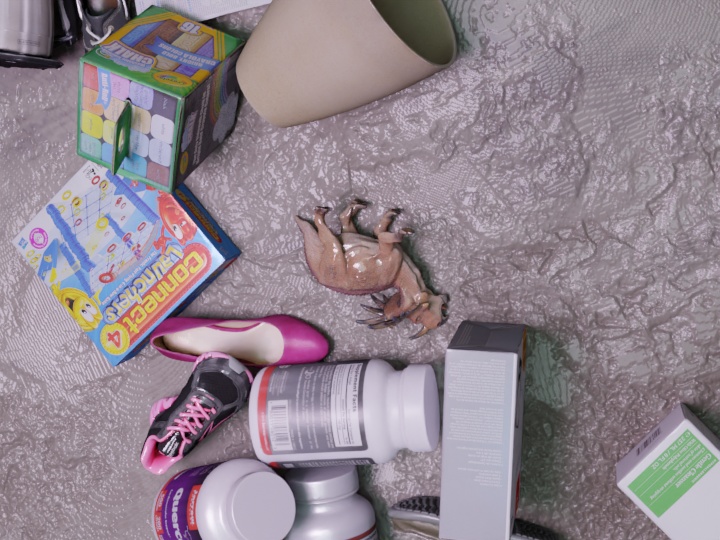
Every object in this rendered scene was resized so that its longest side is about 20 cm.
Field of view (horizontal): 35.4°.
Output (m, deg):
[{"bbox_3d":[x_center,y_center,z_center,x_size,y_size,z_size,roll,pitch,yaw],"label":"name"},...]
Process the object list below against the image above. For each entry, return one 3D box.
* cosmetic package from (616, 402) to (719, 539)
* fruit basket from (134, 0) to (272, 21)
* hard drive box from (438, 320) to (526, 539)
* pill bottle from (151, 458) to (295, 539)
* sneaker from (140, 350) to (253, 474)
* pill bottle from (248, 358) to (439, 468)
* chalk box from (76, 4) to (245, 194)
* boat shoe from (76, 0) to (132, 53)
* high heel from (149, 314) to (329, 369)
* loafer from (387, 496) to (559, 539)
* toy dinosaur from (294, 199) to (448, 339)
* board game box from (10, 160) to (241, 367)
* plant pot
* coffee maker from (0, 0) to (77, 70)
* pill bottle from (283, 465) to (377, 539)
[{"bbox_3d":[0.378,0.253,1.196,0.200,0.085,0.108,44,102,5],"label":"cosmetic package"},{"bbox_3d":[-0.178,-0.373,1.253,0.198,0.093,0.188,-8,96,30],"label":"fruit basket"},{"bbox_3d":[0.133,0.168,1.207,0.076,0.156,0.203,3,100,12],"label":"hard drive box"},{"bbox_3d":[-0.152,0.272,1.266,0.199,0.112,0.114,-24,92,56],"label":"pill bottle"},{"bbox_3d":[-0.192,0.170,1.284,0.079,0.096,0.200,37,130,-9],"label":"sneaker"},{"bbox_3d":[-0.016,0.160,1.261,0.197,0.116,0.118,-5,97,14],"label":"pill bottle"},{"bbox_3d":[-0.225,-0.176,1.206,0.122,0.200,0.126,22,128,9],"label":"chalk box"},{"bbox_3d":[-0.296,-0.277,1.294,0.071,0.068,0.203,-2,99,12],"label":"boat shoe"},{"bbox_3d":[-0.139,0.083,1.290,0.197,0.096,0.068,11,100,12],"label":"high heel"},{"bbox_3d":[0.123,0.310,1.269,0.197,0.075,0.071,14,97,11],"label":"loafer"},{"bbox_3d":[0.000,0.000,1.255,0.197,0.086,0.138,15,108,17],"label":"toy dinosaur"},{"bbox_3d":[-0.277,-0.027,1.329,0.200,0.056,0.196,-42,86,15],"label":"board game box"},{"bbox_3d":[-0.032,-0.243,1.189,0.199,0.187,0.189,-30,90,28],"label":"plant pot"},{"bbox_3d":[-0.420,-0.336,1.275,0.189,0.134,0.203,7,95,22],"label":"coffee maker"},{"bbox_3d":[-0.033,0.327,1.291,0.110,0.112,0.203,-6,96,14],"label":"pill bottle"}]
